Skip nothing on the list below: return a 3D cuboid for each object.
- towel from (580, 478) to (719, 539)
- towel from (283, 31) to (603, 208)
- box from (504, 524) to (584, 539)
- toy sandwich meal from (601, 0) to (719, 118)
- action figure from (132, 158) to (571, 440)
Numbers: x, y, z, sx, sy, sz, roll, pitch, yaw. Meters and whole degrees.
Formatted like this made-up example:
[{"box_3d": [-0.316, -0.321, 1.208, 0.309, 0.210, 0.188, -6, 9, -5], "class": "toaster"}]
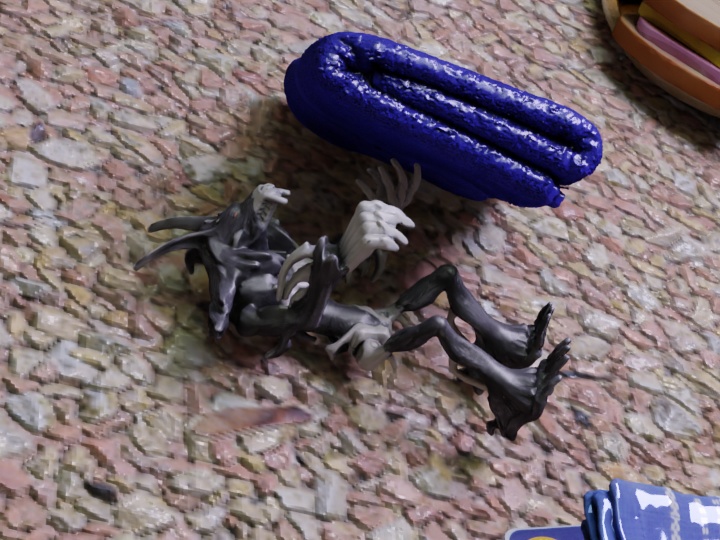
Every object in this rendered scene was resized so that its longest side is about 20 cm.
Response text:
[{"box_3d": [0.171, 0.130, 0.607, 0.198, 0.024, 0.146, 7, 44, -17], "class": "towel"}, {"box_3d": [0.033, -0.070, 0.980, 0.146, 0.050, 0.200, 19, -1, -6], "class": "towel"}, {"box_3d": [0.139, 0.198, 0.838, 0.120, 0.033, 0.201, 1, 48, -31], "class": "box"}, {"box_3d": [0.245, -0.168, 1.265, 0.203, 0.071, 0.206, 11, 40, -10], "class": "toy sandwich meal"}, {"box_3d": [0.000, 0.000, 0.918, 0.198, 0.103, 0.119, 23, 24, -8], "class": "action figure"}]
